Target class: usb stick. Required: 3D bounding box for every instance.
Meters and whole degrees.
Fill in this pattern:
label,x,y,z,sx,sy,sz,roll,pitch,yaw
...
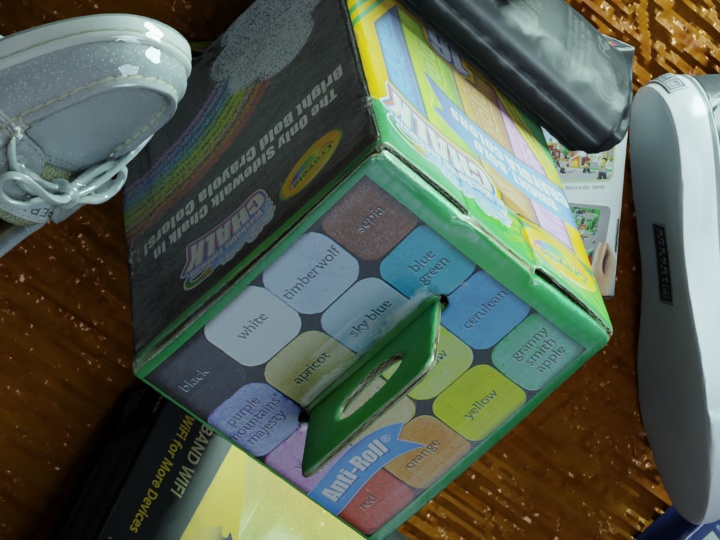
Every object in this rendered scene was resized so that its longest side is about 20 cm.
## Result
label,x,y,z,sx,sy,sz,roll,pitch,yaw
usb stick,0.029,-0.115,0.967,0.033,0.056,0.200,-31,124,34

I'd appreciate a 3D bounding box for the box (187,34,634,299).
label,x,y,z,sx,sy,sz,roll,pitch,yaw
box,0.014,-0.040,1.072,0.199,0.035,0.111,-2,106,-22

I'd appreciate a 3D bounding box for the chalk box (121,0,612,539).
label,x,y,z,sx,sy,sz,roll,pitch,yaw
chalk box,0.000,0.000,0.930,0.124,0.200,0.124,-41,121,20

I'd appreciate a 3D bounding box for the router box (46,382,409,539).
label,x,y,z,sx,sy,sz,roll,pitch,yaw
router box,-0.062,0.162,1.023,0.157,0.052,0.200,40,52,-21

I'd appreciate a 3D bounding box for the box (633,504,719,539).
label,x,y,z,sx,sy,sz,roll,pitch,yaw
box,0.143,0.183,1.193,0.200,0.032,0.121,-42,116,-9

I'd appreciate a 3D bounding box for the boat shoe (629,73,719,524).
label,x,y,z,sx,sy,sz,roll,pitch,yaw
boat shoe,0.159,0.010,1.135,0.066,0.070,0.201,-11,101,-18

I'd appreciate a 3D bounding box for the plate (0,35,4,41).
label,x,y,z,sx,sy,sz,roll,pitch,yaw
plate,-0.204,-0.041,0.926,0.199,0.200,0.026,-11,65,-20

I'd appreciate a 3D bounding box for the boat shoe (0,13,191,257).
label,x,y,z,sx,sy,sz,roll,pitch,yaw
boat shoe,-0.139,-0.021,0.906,0.201,0.065,0.074,-28,155,18
